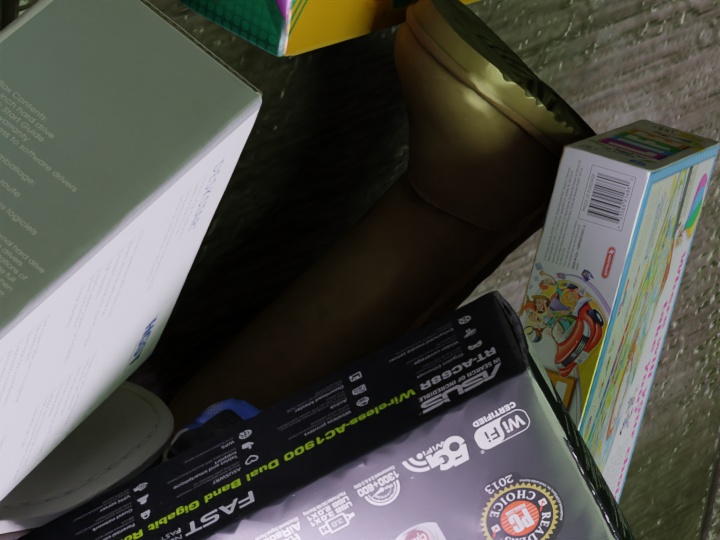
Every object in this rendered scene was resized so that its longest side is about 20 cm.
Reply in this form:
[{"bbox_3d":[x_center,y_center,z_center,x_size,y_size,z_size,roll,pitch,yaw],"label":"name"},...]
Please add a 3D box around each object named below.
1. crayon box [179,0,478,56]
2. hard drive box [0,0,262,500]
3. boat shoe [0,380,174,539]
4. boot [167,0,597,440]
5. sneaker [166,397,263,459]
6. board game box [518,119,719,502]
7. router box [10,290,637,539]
[{"bbox_3d":[0.027,-0.161,1.118,0.200,0.058,0.119,-21,131,-44],"label":"crayon box"},{"bbox_3d":[-0.134,0.020,0.950,0.200,0.077,0.156,-44,168,-39],"label":"hard drive box"},{"bbox_3d":[-0.153,0.099,1.069,0.201,0.072,0.060,-26,135,-32],"label":"boat shoe"},{"bbox_3d":[0.000,0.000,1.149,0.200,0.066,0.175,-44,151,6],"label":"boot"},{"bbox_3d":[0.001,0.068,1.136,0.089,0.078,0.200,-56,151,7],"label":"sneaker"},{"bbox_3d":[0.083,0.047,1.144,0.134,0.034,0.201,-20,126,-72],"label":"board game box"},{"bbox_3d":[-0.002,0.121,1.038,0.200,0.062,0.150,-28,118,5],"label":"router box"}]
